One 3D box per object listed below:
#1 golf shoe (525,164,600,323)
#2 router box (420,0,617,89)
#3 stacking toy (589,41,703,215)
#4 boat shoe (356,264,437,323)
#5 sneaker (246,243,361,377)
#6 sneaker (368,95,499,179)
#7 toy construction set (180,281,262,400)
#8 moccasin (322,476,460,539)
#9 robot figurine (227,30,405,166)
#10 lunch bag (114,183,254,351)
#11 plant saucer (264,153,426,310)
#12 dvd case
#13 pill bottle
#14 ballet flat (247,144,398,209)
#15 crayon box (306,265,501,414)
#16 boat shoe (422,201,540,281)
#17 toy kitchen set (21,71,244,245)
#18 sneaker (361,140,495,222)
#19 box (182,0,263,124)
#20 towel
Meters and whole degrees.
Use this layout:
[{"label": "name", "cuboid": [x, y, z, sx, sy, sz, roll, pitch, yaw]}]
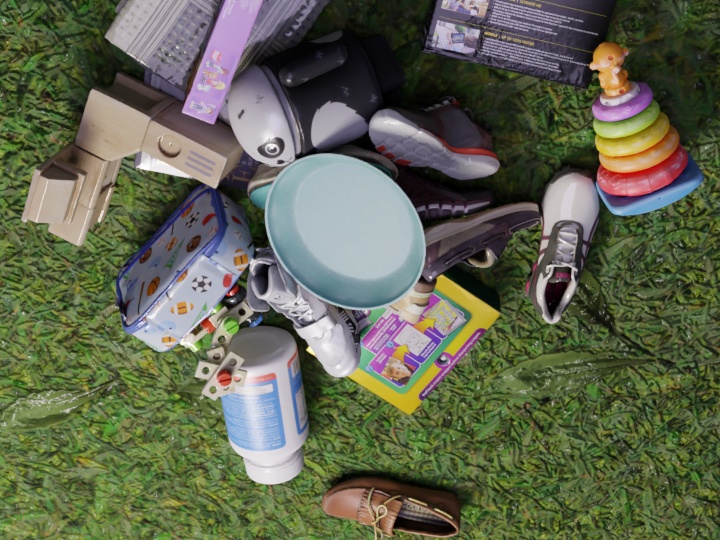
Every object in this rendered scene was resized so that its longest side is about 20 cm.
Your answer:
[{"label": "golf shoe", "cuboid": [0.258, -0.029, 1.354, 0.077, 0.088, 0.200, 6, 117, 0]}, {"label": "router box", "cuboid": [0.183, -0.301, 1.229, 0.200, 0.051, 0.149, 12, 116, -5]}, {"label": "stacking toy", "cuboid": [0.307, -0.175, 1.256, 0.116, 0.110, 0.200, -22, 119, 10]}, {"label": "boat shoe", "cuboid": [0.000, 0.000, 1.335, 0.200, 0.072, 0.076, 35, 120, 33]}, {"label": "sneaker", "cuboid": [-0.076, 0.049, 1.351, 0.075, 0.115, 0.200, -26, 87, 30]}, {"label": "sneaker", "cuboid": [0.083, -0.165, 1.261, 0.077, 0.082, 0.200, -12, 161, 40]}, {"label": "toy construction set", "cuboid": [-0.191, 0.071, 1.374, 0.131, 0.200, 0.092, -38, 127, -5]}, {"label": "moccasin", "cuboid": [0.044, 0.349, 1.568, 0.201, 0.078, 0.074, 14, 118, -6]}, {"label": "robot figurine", "cuboid": [-0.050, -0.194, 1.234, 0.200, 0.125, 0.150, -23, 123, -13]}, {"label": "lunch bag", "cuboid": [-0.222, -0.006, 1.341, 0.200, 0.160, 0.076, -42, 126, 15]}, {"label": "plant saucer", "cuboid": [-0.013, -0.049, 1.247, 0.200, 0.036, 0.200, 13, 124, 19]}, {"label": "dvd case", "cuboid": [-0.169, -0.174, 1.327, 0.200, 0.016, 0.149, 12, 118, -4]}, {"label": "pill bottle", "cuboid": [-0.129, 0.185, 1.465, 0.112, 0.112, 0.200, -4, 117, 4]}, {"label": "ballet flat", "cuboid": [-0.047, -0.122, 1.284, 0.200, 0.062, 0.067, -8, 139, 26]}, {"label": "crayon box", "cuboid": [0.055, 0.068, 1.427, 0.173, 0.058, 0.200, 34, 114, -12]}, {"label": "boat shoe", "cuboid": [0.142, -0.034, 1.315, 0.072, 0.200, 0.065, -33, 77, 54]}, {"label": "toy kitchen set", "cuboid": [-0.269, -0.088, 1.271, 0.180, 0.163, 0.200, 27, 119, 1]}, {"label": "sneaker", "cuboid": [0.065, -0.115, 1.324, 0.200, 0.076, 0.116, -8, 93, -13]}, {"label": "box", "cuboid": [-0.138, -0.270, 1.169, 0.039, 0.137, 0.200, 20, 109, -14]}, {"label": "towel", "cuboid": [-0.166, -0.292, 1.250, 0.193, 0.035, 0.200, 34, 105, -18]}]
